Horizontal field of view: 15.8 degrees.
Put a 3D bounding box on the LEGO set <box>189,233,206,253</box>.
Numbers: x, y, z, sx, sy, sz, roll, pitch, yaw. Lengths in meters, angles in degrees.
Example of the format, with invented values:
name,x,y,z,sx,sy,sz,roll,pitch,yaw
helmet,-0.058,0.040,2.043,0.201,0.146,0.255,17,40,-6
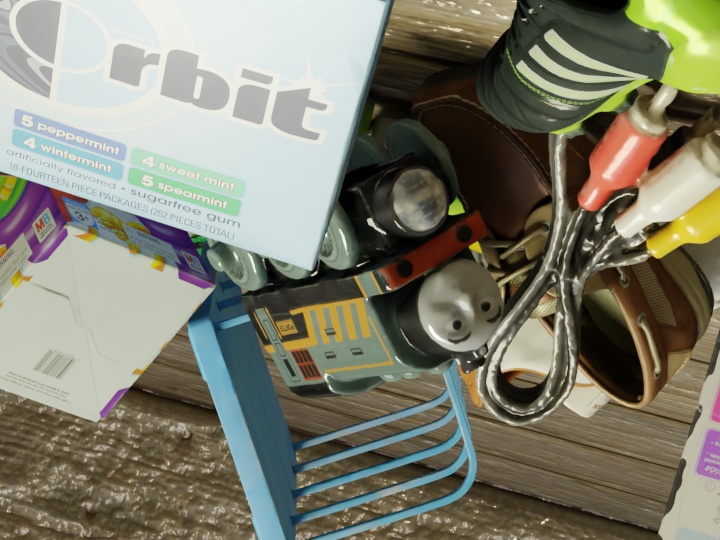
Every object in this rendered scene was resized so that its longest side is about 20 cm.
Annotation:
name,x,y,z,sx,sy,sz,roll,pitch,yaw
LEGO set,-0.150,-0.062,1.567,0.153,0.116,0.200,-11,178,-6

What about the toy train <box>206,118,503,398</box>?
name,x,y,z,sx,sy,sz,roll,pitch,yaw
toy train,0.000,0.000,1.214,0.114,0.085,0.200,62,156,-7

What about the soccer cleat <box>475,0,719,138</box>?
name,x,y,z,sx,sy,sz,roll,pitch,yaw
soccer cleat,0.085,-0.095,0.944,0.081,0.068,0.200,39,164,-17

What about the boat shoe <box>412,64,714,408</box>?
name,x,y,z,sx,sy,sz,roll,pitch,yaw
boat shoe,0.095,-0.012,1.222,0.076,0.074,0.200,-13,130,46

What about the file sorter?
name,x,y,z,sx,sy,sz,roll,pitch,yaw
file sorter,-0.013,0.052,1.412,0.122,0.139,0.200,-18,-168,3

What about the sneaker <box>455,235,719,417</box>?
name,x,y,z,sx,sy,sz,roll,pitch,yaw
sneaker,0.142,0.028,1.339,0.199,0.085,0.073,-13,173,26

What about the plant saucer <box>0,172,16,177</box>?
name,x,y,z,sx,sy,sz,roll,pitch,yaw
plant saucer,-0.220,-0.119,1.234,0.200,0.037,0.201,31,-160,-13

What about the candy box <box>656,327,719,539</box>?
name,x,y,z,sx,sy,sz,roll,pitch,yaw
candy box,0.217,0.103,1.431,0.071,0.201,0.168,16,171,11

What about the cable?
name,x,y,z,sx,sy,sz,roll,pitch,yaw
cable,0.098,-0.008,1.148,0.097,0.200,0.050,30,-152,-15

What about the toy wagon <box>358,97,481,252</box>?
name,x,y,z,sx,sy,sz,roll,pitch,yaw
toy wagon,0.060,-0.047,1.342,0.155,0.040,0.200,19,172,-8

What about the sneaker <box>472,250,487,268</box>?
name,x,y,z,sx,sy,sz,roll,pitch,yaw
sneaker,0.082,0.001,1.508,0.200,0.071,0.080,10,166,45

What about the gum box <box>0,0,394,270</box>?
name,x,y,z,sx,sy,sz,roll,pitch,yaw
gum box,-0.077,-0.096,1.001,0.169,0.045,0.200,18,143,0

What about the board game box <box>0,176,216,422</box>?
name,x,y,z,sx,sy,sz,roll,pitch,yaw
board game box,-0.174,-0.036,1.346,0.105,0.103,0.200,24,-154,-43
